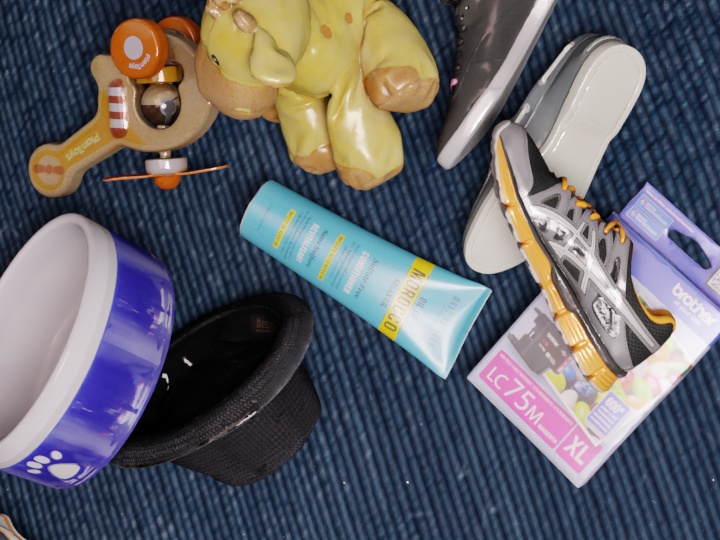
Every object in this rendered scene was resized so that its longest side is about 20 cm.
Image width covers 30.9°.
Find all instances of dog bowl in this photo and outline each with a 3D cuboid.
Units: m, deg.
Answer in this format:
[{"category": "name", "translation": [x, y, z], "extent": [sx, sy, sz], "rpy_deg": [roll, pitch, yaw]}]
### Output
[{"category": "dog bowl", "translation": [-0.231, 0.063, 1.012], "extent": [0.199, 0.078, 0.202], "rpy_deg": [-34, 41, 36]}]

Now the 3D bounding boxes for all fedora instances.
[{"category": "fedora", "translation": [-0.100, 0.107, 1.007], "extent": [0.199, 0.201, 0.092], "rpy_deg": [-31, 114, 14]}]

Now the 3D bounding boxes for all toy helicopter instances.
[{"category": "toy helicopter", "translation": [-0.194, -0.112, 1.078], "extent": [0.199, 0.079, 0.134], "rpy_deg": [-30, 89, 25]}]

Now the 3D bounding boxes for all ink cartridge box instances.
[{"category": "ink cartridge box", "translation": [0.187, 0.046, 0.966], "extent": [0.119, 0.042, 0.200], "rpy_deg": [43, 99, 13]}]

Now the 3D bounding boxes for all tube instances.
[{"category": "tube", "translation": [0.000, 0.000, 1.022], "extent": [0.198, 0.050, 0.078], "rpy_deg": [30, 104, 10]}]

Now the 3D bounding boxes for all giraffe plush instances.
[{"category": "giraffe plush", "translation": [-0.050, -0.161, 0.942], "extent": [0.171, 0.161, 0.203], "rpy_deg": [25, 114, 37]}]

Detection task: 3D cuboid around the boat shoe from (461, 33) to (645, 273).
[{"category": "boat shoe", "translation": [0.137, -0.089, 0.984], "extent": [0.201, 0.072, 0.062], "rpy_deg": [-57, 32, 15]}]

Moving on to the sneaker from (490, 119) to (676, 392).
[{"category": "sneaker", "translation": [0.151, -0.018, 0.918], "extent": [0.076, 0.078, 0.202], "rpy_deg": [-27, 97, 9]}]

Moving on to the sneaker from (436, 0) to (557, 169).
[{"category": "sneaker", "translation": [0.081, -0.181, 0.981], "extent": [0.098, 0.071, 0.202], "rpy_deg": [27, 90, 5]}]

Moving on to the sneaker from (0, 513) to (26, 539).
[{"category": "sneaker", "translation": [-0.265, 0.290, 1.080], "extent": [0.078, 0.080, 0.202], "rpy_deg": [-21, 107, 19]}]
